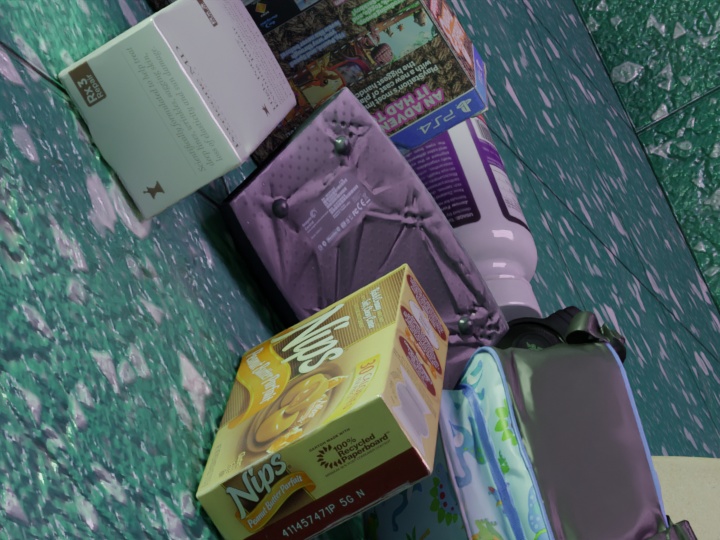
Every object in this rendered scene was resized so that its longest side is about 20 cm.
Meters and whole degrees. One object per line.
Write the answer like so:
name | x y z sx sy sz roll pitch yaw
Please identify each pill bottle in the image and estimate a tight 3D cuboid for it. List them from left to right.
pill bottle | 0.070 -0.031 1.794 0.111 0.111 0.201 41 25 -54

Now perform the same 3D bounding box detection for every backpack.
backpack | 0.084 0.156 1.366 0.200 0.146 0.184 113 -34 -53

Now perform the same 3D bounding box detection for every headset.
headset | 0.120 0.103 1.710 0.094 0.124 0.200 39 38 19

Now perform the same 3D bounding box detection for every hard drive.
hard drive | 0.000 0.000 1.488 0.135 0.042 0.200 -47 112 -30

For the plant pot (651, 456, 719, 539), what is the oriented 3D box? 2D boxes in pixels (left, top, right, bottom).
plant pot | 0.219 0.234 1.526 0.200 0.176 0.201 92 -19 -56

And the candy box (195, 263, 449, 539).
candy box | -0.016 0.075 1.271 0.055 0.115 0.200 58 14 -14

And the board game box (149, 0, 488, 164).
board game box | -0.029 -0.169 1.610 0.201 0.159 0.097 57 14 -20

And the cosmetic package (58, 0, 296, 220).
cosmetic package | -0.105 -0.109 1.404 0.102 0.074 0.200 58 13 -9
